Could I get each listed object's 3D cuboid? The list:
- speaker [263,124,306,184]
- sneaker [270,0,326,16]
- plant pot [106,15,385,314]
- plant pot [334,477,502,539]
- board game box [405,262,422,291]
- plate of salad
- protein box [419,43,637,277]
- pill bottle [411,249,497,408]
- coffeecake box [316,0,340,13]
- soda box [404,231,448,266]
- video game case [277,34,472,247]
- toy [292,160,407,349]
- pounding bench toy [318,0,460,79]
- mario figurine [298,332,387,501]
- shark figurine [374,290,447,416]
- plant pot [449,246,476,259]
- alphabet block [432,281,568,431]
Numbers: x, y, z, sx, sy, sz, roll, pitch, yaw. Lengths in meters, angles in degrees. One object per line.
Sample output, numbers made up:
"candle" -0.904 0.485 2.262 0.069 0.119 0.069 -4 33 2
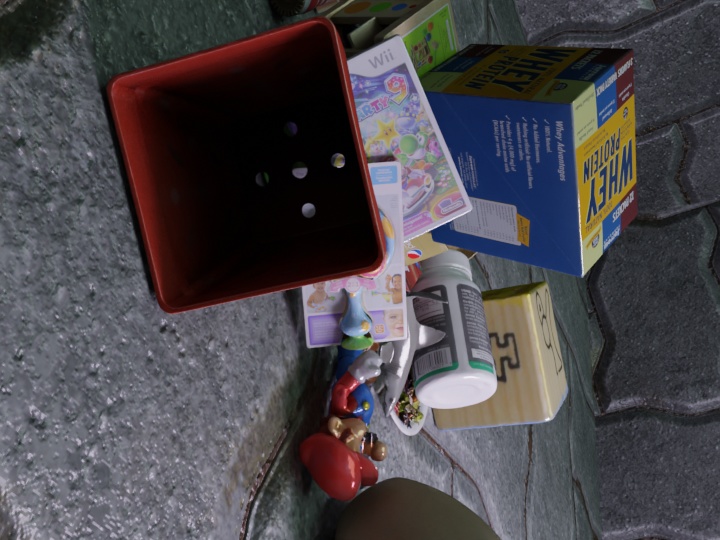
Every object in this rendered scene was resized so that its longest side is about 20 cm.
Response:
"speaker" -0.061 -0.109 0.854 0.088 0.088 0.202 -48 124 -62
"sneaker" -0.085 -0.424 0.947 0.112 0.071 0.202 -43 127 -59
"plant pot" -0.078 -0.090 0.693 0.176 0.198 0.202 -31 109 -76
"plant pot" 0.046 0.310 0.834 0.135 0.200 0.200 54 6 35
"board game box" 0.029 -0.074 0.993 0.202 0.019 0.103 67 20 -10
"plate of salad" 0.073 0.136 1.107 0.200 0.048 0.202 -10 90 -68
"protein box" 0.180 -0.128 0.838 0.135 0.199 0.200 -40 130 -35
"pill bottle" 0.120 0.079 1.059 0.113 0.112 0.202 46 33 -52
"coffeecake box" -0.058 -0.485 1.035 0.201 0.072 0.154 58 30 -41
"soda box" 0.064 -0.109 0.997 0.068 0.064 0.201 51 26 -44
"video game case" 0.017 -0.123 0.803 0.018 0.142 0.201 -102 166 -71
"toy" -0.007 -0.008 0.807 0.047 0.114 0.202 -105 -169 -69
"pounding bench toy" 0.028 -0.212 0.910 0.124 0.155 0.201 -44 132 -32
"mario figurine" 0.003 0.167 0.855 0.124 0.105 0.201 48 33 -30
"shark figurine" 0.066 0.072 0.956 0.216 0.089 0.129 97 -3 -45
"plant pot" 0.110 -0.102 1.133 0.027 0.198 0.202 6 -69 68
"alphabet block" 0.222 0.138 1.266 0.195 0.195 0.202 -11 90 -68
